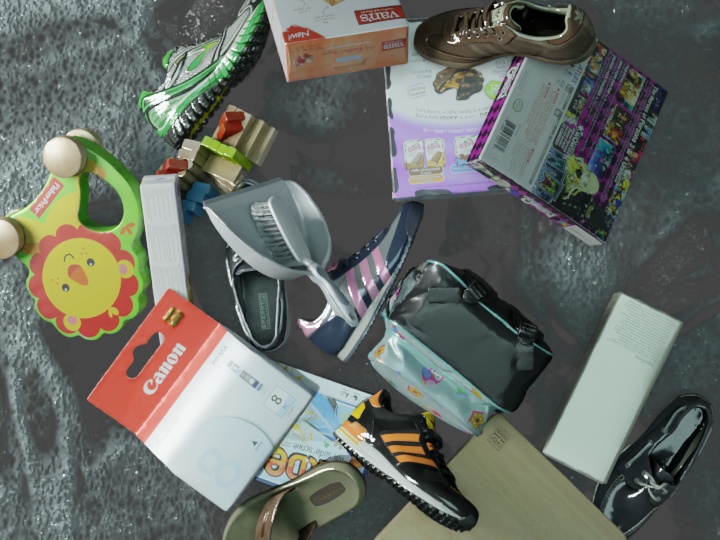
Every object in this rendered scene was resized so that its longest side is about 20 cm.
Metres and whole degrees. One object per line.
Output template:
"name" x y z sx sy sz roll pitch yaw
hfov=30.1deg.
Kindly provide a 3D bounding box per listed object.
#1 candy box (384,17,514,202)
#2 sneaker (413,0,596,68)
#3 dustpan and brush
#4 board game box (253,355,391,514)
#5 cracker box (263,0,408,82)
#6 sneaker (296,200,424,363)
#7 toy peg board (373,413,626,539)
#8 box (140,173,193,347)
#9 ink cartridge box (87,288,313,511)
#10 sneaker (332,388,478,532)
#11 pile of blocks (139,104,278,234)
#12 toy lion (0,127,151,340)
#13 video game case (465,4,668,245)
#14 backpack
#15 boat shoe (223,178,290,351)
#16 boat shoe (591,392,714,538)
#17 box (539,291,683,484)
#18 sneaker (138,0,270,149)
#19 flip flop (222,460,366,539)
"candy box" 0.113 -0.183 1.504 0.167 0.072 0.201 -4 89 3
"sneaker" 0.146 -0.260 1.408 0.200 0.076 0.071 3 67 21
"dustpan and brush" -0.068 -0.017 1.469 0.057 0.139 0.200 -35 82 42
"board game box" -0.080 0.178 1.520 0.200 0.034 0.136 18 89 3
"cracker box" -0.035 -0.299 1.459 0.134 0.058 0.200 -10 51 -9
"sneaker" 0.000 0.000 1.504 0.082 0.070 0.200 29 88 1
"toy peg board" 0.148 0.299 1.486 0.200 0.098 0.199 44 79 3
"box" -0.213 -0.007 1.494 0.041 0.039 0.200 -5 110 1
"ink cartridge box" -0.177 0.141 1.473 0.200 0.047 0.160 37 91 -5
"sneaker" 0.062 0.195 1.426 0.200 0.070 0.090 31 76 39
"pile of blocks" -0.185 -0.108 1.502 0.200 0.062 0.082 -41 63 5
"toy lion" -0.310 -0.029 1.506 0.192 0.069 0.200 41 109 -1
"video game case" 0.229 -0.157 1.461 0.181 0.036 0.200 30 74 -20
"backpack" 0.100 0.078 1.436 0.176 0.200 0.153 35 96 -4
"boat shoe" -0.120 -0.008 1.510 0.072 0.068 0.201 -7 87 2
"boat shoe" 0.322 0.221 1.487 0.073 0.063 0.200 37 90 3
"box" 0.277 0.129 1.489 0.082 0.068 0.200 27 90 3
"sneaker" -0.175 -0.238 1.515 0.085 0.078 0.200 41 90 4
"flip flop" -0.079 0.279 1.481 0.200 0.058 0.081 -33 104 22
